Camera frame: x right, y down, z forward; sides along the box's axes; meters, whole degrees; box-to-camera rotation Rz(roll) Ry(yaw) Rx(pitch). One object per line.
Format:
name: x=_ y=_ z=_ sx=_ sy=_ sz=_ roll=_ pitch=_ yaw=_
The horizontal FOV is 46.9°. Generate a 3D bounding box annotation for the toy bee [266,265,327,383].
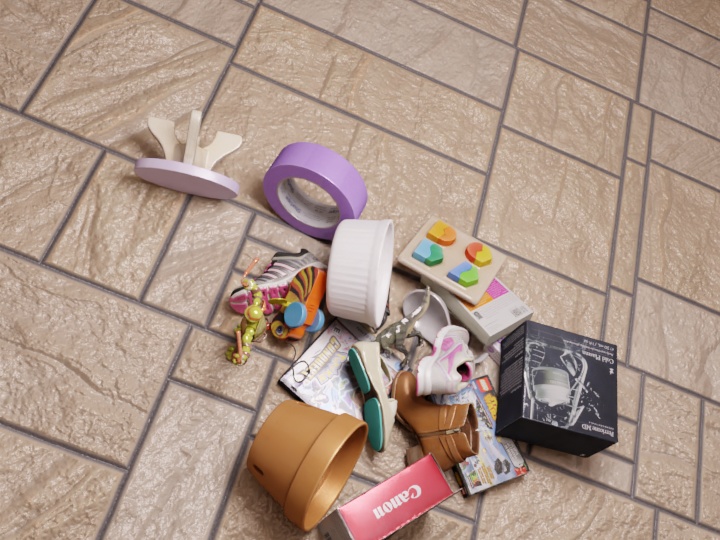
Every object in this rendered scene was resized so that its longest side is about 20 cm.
toy bee: x=-0.130 y=0.085 z=1.522 sx=0.108 sy=0.131 sz=0.201 roll=9 pitch=61 yaw=39

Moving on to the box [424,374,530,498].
box: x=0.219 y=0.310 z=1.570 sx=0.136 sy=0.040 sz=0.202 roll=-13 pitch=68 yaw=-23

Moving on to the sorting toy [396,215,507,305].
sorting toy: x=0.191 y=-0.030 z=1.690 sx=0.184 sy=0.037 sz=0.200 roll=30 pitch=40 yaw=12

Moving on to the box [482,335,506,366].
box: x=0.331 y=0.209 z=1.662 sx=0.200 sy=0.042 sz=0.039 roll=46 pitch=58 yaw=7

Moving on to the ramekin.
ramekin: x=0.000 y=0.000 z=1.547 sx=0.096 sy=0.201 sz=0.202 roll=7 pitch=59 yaw=8

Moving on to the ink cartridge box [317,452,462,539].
ink cartridge box: x=0.049 y=0.395 z=1.387 sx=0.199 sy=0.176 sz=0.084 roll=-24 pitch=73 yaw=-28

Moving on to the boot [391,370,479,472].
boot: x=0.139 y=0.259 z=1.497 sx=0.073 sy=0.154 sz=0.202 roll=4 pitch=65 yaw=-43

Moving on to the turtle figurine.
turtle figurine: x=-0.194 y=0.092 z=1.472 sx=0.064 sy=0.162 sz=0.202 roll=9 pitch=61 yaw=-13

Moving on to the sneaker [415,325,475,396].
sneaker: x=0.169 y=0.171 z=1.506 sx=0.087 sy=0.082 sz=0.200 roll=11 pitch=31 yaw=20

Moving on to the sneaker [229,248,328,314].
sneaker: x=-0.161 y=0.016 z=1.579 sx=0.198 sy=0.074 sz=0.088 roll=-23 pitch=49 yaw=-14

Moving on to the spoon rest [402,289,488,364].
spoon rest: x=0.162 y=0.118 z=1.627 sx=0.200 sy=0.099 sz=0.061 roll=44 pitch=42 yaw=-2

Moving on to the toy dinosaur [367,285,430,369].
toy dinosaur: x=0.080 y=0.126 z=1.571 sx=0.199 sy=0.047 sz=0.089 roll=-39 pitch=111 yaw=-15

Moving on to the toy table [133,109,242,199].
toy table: x=-0.325 y=-0.220 z=1.599 sx=0.198 sy=0.184 sz=0.119 roll=14 pitch=76 yaw=-21

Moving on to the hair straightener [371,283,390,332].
hair straightener: x=0.024 y=0.028 z=1.661 sx=0.076 sy=0.041 sz=0.202 roll=3 pitch=67 yaw=-1

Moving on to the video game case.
video game case: x=-0.026 y=0.198 z=1.554 sx=0.180 sy=0.026 sz=0.200 roll=41 pitch=58 yaw=5

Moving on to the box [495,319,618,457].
box: x=0.371 y=0.226 z=1.573 sx=0.198 sy=0.124 sz=0.199 roll=15 pitch=62 yaw=-11

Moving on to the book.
book: x=0.235 y=0.049 z=1.676 sx=0.133 sy=0.048 sz=0.200 roll=-23 pitch=55 yaw=-33

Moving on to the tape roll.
tape roll: x=-0.088 y=-0.153 z=1.615 sx=0.199 sy=0.200 sz=0.066 roll=29 pitch=58 yaw=-2

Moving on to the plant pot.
plant pot: x=-0.096 y=0.310 z=1.387 sx=0.139 sy=0.201 sz=0.201 roll=27 pitch=56 yaw=17

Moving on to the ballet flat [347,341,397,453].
ballet flat: x=0.034 y=0.224 z=1.500 sx=0.069 sy=0.069 sz=0.202 roll=-10 pitch=81 yaw=-23
